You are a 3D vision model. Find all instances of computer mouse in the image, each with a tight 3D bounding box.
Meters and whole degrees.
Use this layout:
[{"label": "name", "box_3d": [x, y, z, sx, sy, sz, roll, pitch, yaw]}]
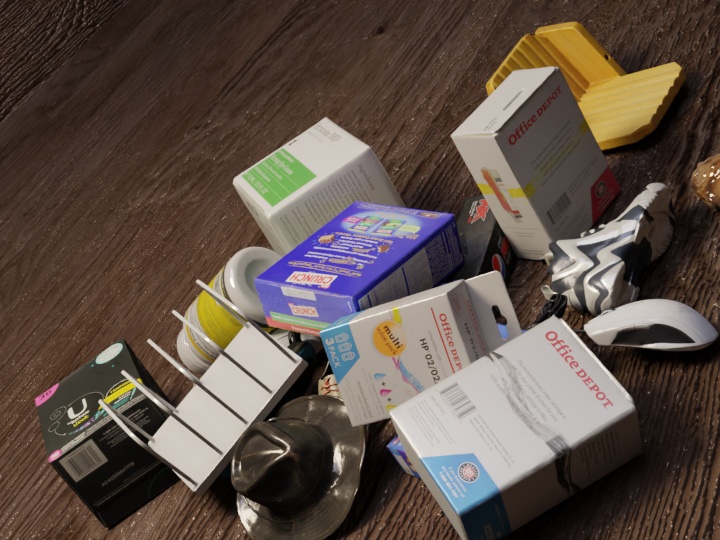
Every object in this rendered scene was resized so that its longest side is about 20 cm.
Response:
[{"label": "computer mouse", "box_3d": [0.276, 0.051, 1.347, 0.200, 0.044, 0.110, 1, 15, 26]}]

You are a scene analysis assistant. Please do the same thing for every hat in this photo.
[{"label": "hat", "box_3d": [-0.089, 0.212, 1.421, 0.200, 0.081, 0.201, -26, 47, 32]}]

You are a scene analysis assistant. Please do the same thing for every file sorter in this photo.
[{"label": "file sorter", "box_3d": [-0.194, 0.133, 1.518, 0.200, 0.125, 0.139, -51, 36, -7]}]

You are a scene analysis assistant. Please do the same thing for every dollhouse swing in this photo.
[{"label": "dollhouse swing", "box_3d": [0.312, -0.262, 1.761, 0.176, 0.182, 0.200, -30, 18, 54]}]

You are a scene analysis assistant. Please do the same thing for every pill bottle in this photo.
[{"label": "pill bottle", "box_3d": [-0.170, 0.063, 1.722, 0.200, 0.112, 0.113, -44, 13, 45]}]

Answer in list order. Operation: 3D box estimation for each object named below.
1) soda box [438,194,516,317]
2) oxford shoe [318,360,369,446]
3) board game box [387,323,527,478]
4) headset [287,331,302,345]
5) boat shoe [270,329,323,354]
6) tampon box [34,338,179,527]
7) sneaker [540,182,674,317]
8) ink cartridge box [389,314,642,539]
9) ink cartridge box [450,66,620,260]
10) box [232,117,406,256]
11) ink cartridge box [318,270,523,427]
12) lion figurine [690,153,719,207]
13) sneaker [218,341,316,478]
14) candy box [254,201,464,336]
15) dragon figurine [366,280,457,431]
[{"label": "soda box", "box_3d": [0.153, -0.019, 1.627, 0.071, 0.063, 0.200, -15, 32, 31]}, {"label": "oxford shoe", "box_3d": [-0.031, 0.164, 1.503, 0.070, 0.075, 0.200, -18, 34, 22]}, {"label": "board game box", "box_3d": [0.142, 0.150, 1.380, 0.200, 0.045, 0.134, -45, 30, -22]}, {"label": "headset", "box_3d": [0.006, 0.065, 1.610, 0.199, 0.094, 0.124, 4, 30, 4]}, {"label": "boat shoe", "box_3d": [-0.124, 0.143, 1.660, 0.200, 0.074, 0.065, -36, 43, -1]}, {"label": "tampon box", "box_3d": [-0.326, 0.210, 1.684, 0.150, 0.126, 0.200, -35, 27, -6]}, {"label": "sneaker", "box_3d": [0.279, -0.029, 1.491, 0.129, 0.080, 0.199, 5, 55, 38]}, {"label": "ink cartridge box", "box_3d": [0.153, 0.158, 1.249, 0.200, 0.084, 0.145, -29, 47, -8]}, {"label": "ink cartridge box", "box_3d": [0.222, -0.134, 1.592, 0.083, 0.200, 0.145, 6, 46, 51]}, {"label": "box", "box_3d": [-0.040, -0.071, 1.766, 0.171, 0.200, 0.199, -34, 26, -7]}, {"label": "ink cartridge box", "box_3d": [0.070, 0.084, 1.370, 0.200, 0.115, 0.068, -19, 4, 24]}, {"label": "lion figurine", "box_3d": [0.429, -0.071, 1.415, 0.122, 0.072, 0.200, -26, 31, 29]}, {"label": "sneaker", "box_3d": [-0.137, 0.159, 1.586, 0.082, 0.073, 0.200, 30, 72, 37]}, {"label": "candy box", "box_3d": [0.000, 0.000, 1.548, 0.169, 0.077, 0.200, 11, 37, 42]}, {"label": "dragon figurine", "box_3d": [0.064, 0.095, 1.493, 0.200, 0.100, 0.059, -35, 27, -4]}]
